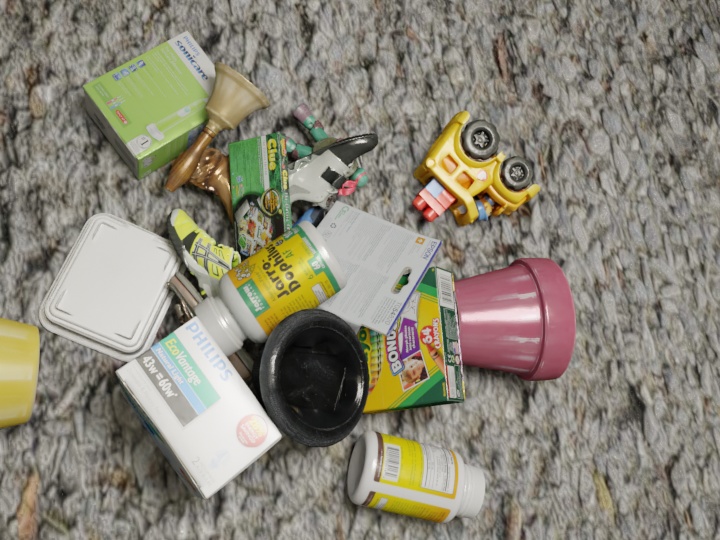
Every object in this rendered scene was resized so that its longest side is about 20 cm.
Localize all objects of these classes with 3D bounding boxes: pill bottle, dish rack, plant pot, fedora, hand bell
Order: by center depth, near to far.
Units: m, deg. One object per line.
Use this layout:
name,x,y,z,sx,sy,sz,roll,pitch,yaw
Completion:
plant pot,-0.524,0.131,0.882,0.187,0.200,0.204,7,71,-32
fedora,-0.080,0.148,0.952,0.199,0.091,0.204,7,80,-46
pill bottle,-0.127,0.029,0.957,0.199,0.113,0.114,-34,85,-7
dish rack,-0.369,0.018,1.034,0.170,0.044,0.202,24,68,-9
pill bottle,0.086,0.320,1.049,0.197,0.109,0.111,17,70,-12
hand bell,-0.236,-0.205,1.053,0.103,0.104,0.201,34,86,-5
plant pot,0.227,0.082,1.123,0.176,0.200,0.203,-2,74,-10

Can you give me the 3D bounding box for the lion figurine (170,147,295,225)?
lion figurine,-0.206,-0.126,1.110,0.122,0.072,0.201,-37,86,-26

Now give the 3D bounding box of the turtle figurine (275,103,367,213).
turtle figurine,-0.050,-0.188,1.169,0.199,0.101,0.150,40,67,4

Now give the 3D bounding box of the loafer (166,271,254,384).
loafer,-0.234,0.096,1.038,0.063,0.072,0.201,-40,95,-11

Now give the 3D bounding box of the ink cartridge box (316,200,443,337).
ink cartridge box,0.000,0.000,1.058,0.198,0.041,0.200,23,57,19

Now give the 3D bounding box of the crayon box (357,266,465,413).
crayon box,0.069,0.113,1.073,0.058,0.171,0.203,16,65,-50

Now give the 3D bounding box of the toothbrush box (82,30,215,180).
toothbrush box,-0.320,-0.268,1.111,0.199,0.086,0.146,-39,89,-22

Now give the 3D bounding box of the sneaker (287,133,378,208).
sneaker,-0.053,-0.150,1.085,0.198,0.074,0.089,-24,98,10

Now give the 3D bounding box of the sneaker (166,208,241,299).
sneaker,-0.227,-0.018,1.053,0.076,0.075,0.201,-36,77,2

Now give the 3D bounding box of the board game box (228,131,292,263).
board game box,-0.153,-0.102,1.052,0.023,0.104,0.203,-2,88,-56

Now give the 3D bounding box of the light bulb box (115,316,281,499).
light bulb box,-0.226,0.195,0.940,0.124,0.200,0.199,-36,86,-23

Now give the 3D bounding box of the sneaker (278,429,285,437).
sneaker,-0.121,0.135,1.045,0.146,0.080,0.201,43,60,-13

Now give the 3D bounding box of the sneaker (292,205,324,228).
sneaker,-0.130,-0.028,1.102,0.078,0.066,0.202,26,77,16

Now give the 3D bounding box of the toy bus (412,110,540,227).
toy bus,0.188,-0.148,1.218,0.200,0.136,0.192,42,80,-4
